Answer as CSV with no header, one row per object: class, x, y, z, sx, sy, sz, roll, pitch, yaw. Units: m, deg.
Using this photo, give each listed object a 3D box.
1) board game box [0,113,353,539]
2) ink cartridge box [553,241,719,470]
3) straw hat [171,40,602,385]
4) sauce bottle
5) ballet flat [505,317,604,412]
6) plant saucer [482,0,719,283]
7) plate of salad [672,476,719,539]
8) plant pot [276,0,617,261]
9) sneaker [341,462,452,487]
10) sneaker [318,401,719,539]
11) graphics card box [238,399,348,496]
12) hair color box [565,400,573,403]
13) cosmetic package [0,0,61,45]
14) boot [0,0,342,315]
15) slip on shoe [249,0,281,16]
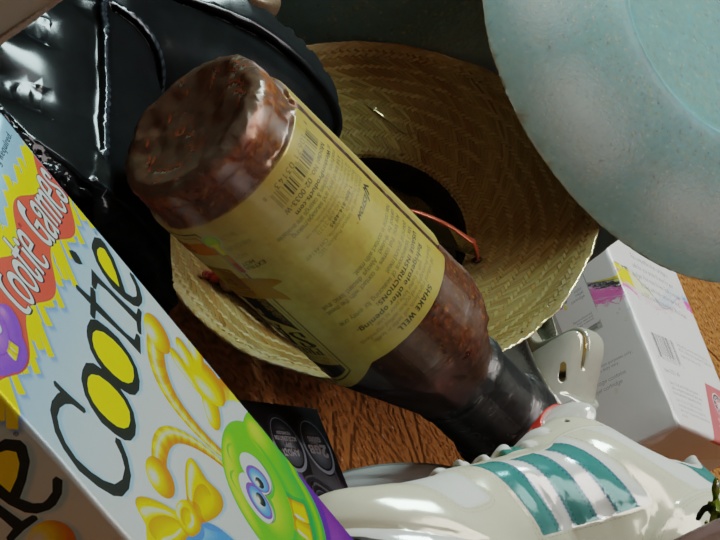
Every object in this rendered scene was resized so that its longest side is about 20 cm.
board game box,-0.087,0.077,0.672,0.200,0.105,0.103,52,22,-22
ink cartridge box,0.136,0.019,1.345,0.116,0.067,0.200,24,43,-59
straw hat,0.000,0.000,1.002,0.085,0.201,0.201,95,-10,-45
sauce bottle,0.001,0.007,0.844,0.200,0.066,0.066,45,25,-34
ballet flat,0.089,0.029,1.223,0.067,0.064,0.200,26,40,-58
plant saucer,0.140,-0.094,1.022,0.201,0.039,0.201,19,56,-30
plate of salad,0.109,0.138,0.800,0.200,0.200,0.048,36,15,-49
plant pot,0.037,-0.121,1.130,0.200,0.196,0.196,37,29,-29
sneaker,0.059,0.134,0.895,0.070,0.200,0.080,101,10,-50
sneaker,0.054,0.090,0.837,0.200,0.070,0.093,9,42,-27
graphics card box,-0.024,0.141,0.820,0.125,0.051,0.200,15,49,-63
hair color box,0.134,0.166,1.154,0.200,0.060,0.100,47,23,-32
cosmetic package,-0.172,-0.159,0.790,0.087,0.103,0.200,33,35,-50
boot,-0.084,-0.048,0.874,0.198,0.073,0.163,34,32,-31
slip on shoe,-0.076,-0.150,1.029,0.076,0.061,0.200,21,35,-27
